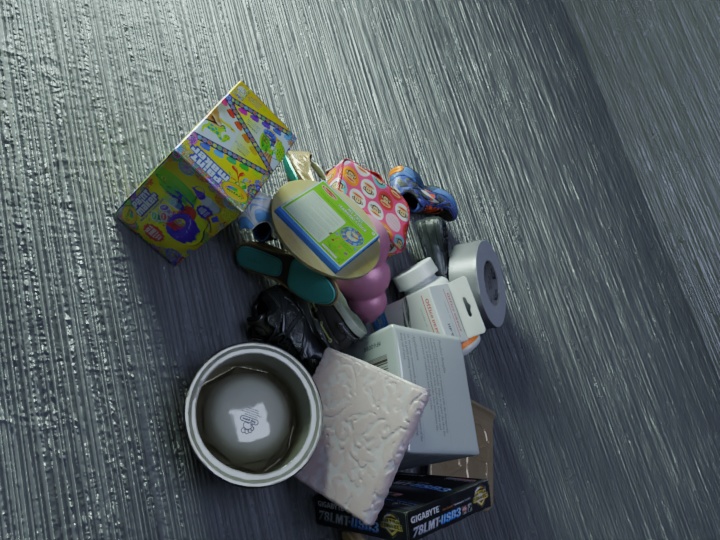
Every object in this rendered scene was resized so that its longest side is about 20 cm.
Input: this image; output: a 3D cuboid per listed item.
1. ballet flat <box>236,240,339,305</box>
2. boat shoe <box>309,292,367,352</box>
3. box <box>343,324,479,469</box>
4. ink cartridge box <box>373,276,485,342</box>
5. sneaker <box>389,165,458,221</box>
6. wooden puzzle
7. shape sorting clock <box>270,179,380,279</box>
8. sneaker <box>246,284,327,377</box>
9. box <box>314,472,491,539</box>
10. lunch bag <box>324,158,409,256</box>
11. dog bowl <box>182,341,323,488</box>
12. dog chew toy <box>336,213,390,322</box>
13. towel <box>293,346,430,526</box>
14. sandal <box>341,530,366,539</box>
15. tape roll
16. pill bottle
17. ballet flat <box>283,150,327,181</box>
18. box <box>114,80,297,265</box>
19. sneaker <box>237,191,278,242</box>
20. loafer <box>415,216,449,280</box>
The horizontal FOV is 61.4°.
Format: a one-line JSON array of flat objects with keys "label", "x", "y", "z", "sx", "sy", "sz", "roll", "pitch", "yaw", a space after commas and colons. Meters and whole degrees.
[{"label": "ballet flat", "x": -0.110, "y": -0.004, "z": 0.995, "sx": 0.199, "sy": 0.069, "sz": 0.063, "roll": 25, "pitch": 20, "yaw": 18}, {"label": "boat shoe", "x": -0.057, "y": 0.061, "z": 1.037, "sx": 0.072, "sy": 0.061, "sz": 0.201, "roll": 42, "pitch": 7, "yaw": -37}, {"label": "box", "x": 0.060, "y": 0.221, "z": 1.010, "sx": 0.171, "sy": 0.200, "sz": 0.200, "roll": 14, "pitch": 59, "yaw": -38}, {"label": "ink cartridge box", "x": 0.122, "y": 0.097, "z": 1.137, "sx": 0.067, "sy": 0.200, "sz": 0.116, "roll": -8, "pitch": 74, "yaw": -47}, {"label": "sneaker", "x": 0.141, "y": -0.159, "z": 1.402, "sx": 0.200, "sy": 0.075, "sz": 0.079, "roll": 26, "pitch": 61, "yaw": -24}, {"label": "wooden puzzle", "x": 0.192, "y": 0.351, "z": 1.195, "sx": 0.185, "sy": 0.046, "sz": 0.201, "roll": 31, "pitch": 55, "yaw": -30}, {"label": "shape sorting clock", "x": -0.055, "y": -0.068, "z": 0.990, "sx": 0.199, "sy": 0.039, "sz": 0.201, "roll": 18, "pitch": 49, "yaw": -22}, {"label": "sneaker", "x": -0.118, "y": 0.118, "z": 0.982, "sx": 0.114, "sy": 0.076, "sz": 0.200, "roll": -13, "pitch": 76, "yaw": -46}, {"label": "box", "x": 0.065, "y": 0.359, "z": 0.941, "sx": 0.198, "sy": 0.200, "sz": 0.050, "roll": 0, "pitch": 81, "yaw": -44}, {"label": "lunch bag", "x": 0.012, "y": -0.134, "z": 1.238, "sx": 0.200, "sy": 0.082, "sz": 0.177, "roll": 33, "pitch": 49, "yaw": -29}, {"label": "dog bowl", "x": -0.158, "y": 0.207, "z": 0.863, "sx": 0.199, "sy": 0.074, "sz": 0.201, "roll": 12, "pitch": 62, "yaw": -24}, {"label": "dog chew toy", "x": 0.000, "y": 0.000, "z": 1.122, "sx": 0.124, "sy": 0.124, "sz": 0.201, "roll": -28, "pitch": 115, "yaw": -49}, {"label": "towel", "x": -0.014, "y": 0.235, "z": 0.892, "sx": 0.032, "sy": 0.191, "sz": 0.201, "roll": 36, "pitch": 77, "yaw": -54}, {"label": "sandal", "x": 0.009, "y": 0.504, "z": 0.920, "sx": 0.069, "sy": 0.078, "sz": 0.212, "roll": -22, "pitch": 80, "yaw": -29}, {"label": "tape roll", "x": 0.268, "y": 0.034, "z": 1.375, "sx": 0.200, "sy": 0.066, "sz": 0.201, "roll": 31, "pitch": 54, "yaw": -55}, {"label": "pill bottle", "x": 0.153, "y": 0.082, "z": 1.245, "sx": 0.109, "sy": 0.109, "sz": 0.200, "roll": -33, "pitch": 93, "yaw": -49}, {"label": "ballet flat", "x": -0.085, "y": -0.148, "z": 1.127, "sx": 0.065, "sy": 0.071, "sz": 0.201, "roll": -15, "pitch": 65, "yaw": -17}, {"label": "box", "x": -0.230, "y": -0.143, "z": 0.910, "sx": 0.122, "sy": 0.200, "sz": 0.193, "roll": 44, "pitch": 45, "yaw": -19}, {"label": "sneaker", "x": -0.148, "y": -0.076, "z": 1.034, "sx": 0.200, "sy": 0.072, "sz": 0.073, "roll": 31, "pitch": 76, "yaw": -65}, {"label": "loafer", "x": 0.163, "y": -0.018, "z": 1.345, "sx": 0.068, "sy": 0.070, "sz": 0.201, "roll": -12, "pitch": 94, "yaw": -67}]
